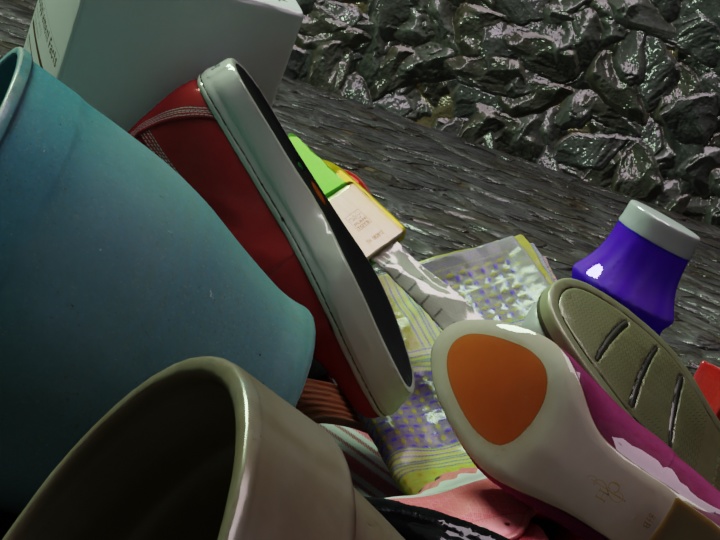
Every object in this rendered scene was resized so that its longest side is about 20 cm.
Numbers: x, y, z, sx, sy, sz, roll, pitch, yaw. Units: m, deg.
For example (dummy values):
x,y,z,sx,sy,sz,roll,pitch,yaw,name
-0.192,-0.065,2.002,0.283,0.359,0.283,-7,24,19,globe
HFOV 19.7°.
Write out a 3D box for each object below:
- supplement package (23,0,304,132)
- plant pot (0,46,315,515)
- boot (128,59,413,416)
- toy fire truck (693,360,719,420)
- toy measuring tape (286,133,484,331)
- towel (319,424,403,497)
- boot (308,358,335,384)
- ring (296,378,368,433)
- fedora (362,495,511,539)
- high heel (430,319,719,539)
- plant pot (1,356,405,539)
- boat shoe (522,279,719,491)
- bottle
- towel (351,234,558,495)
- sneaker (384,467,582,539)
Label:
x,y,z,sx,sy,sz,roll,pitch,yaw,name
-0.127,-0.090,1.157,0.121,0.200,0.120,13,25,-21,supplement package
-0.132,0.031,0.962,0.188,0.200,0.200,32,7,-18,plant pot
-0.073,0.012,1.076,0.200,0.144,0.072,58,7,1,boot
0.281,0.132,1.361,0.141,0.049,0.200,25,-10,23,toy fire truck
0.000,0.000,1.151,0.200,0.074,0.074,44,18,18,toy measuring tape
-0.029,0.116,1.121,0.146,0.030,0.200,31,16,38,towel
-0.083,0.037,1.327,0.072,0.145,0.200,-31,6,-32,boot
0.016,0.123,1.061,0.200,0.019,0.201,29,21,-12,ring
0.036,0.168,0.795,0.200,0.092,0.201,20,12,-4,fedora
0.112,0.096,0.937,0.200,0.067,0.096,46,5,37,high heel
-0.023,0.152,0.587,0.173,0.200,0.200,33,6,-21,plant pot
0.141,0.094,1.008,0.200,0.068,0.075,48,38,-7,boat shoe
0.128,0.056,1.208,0.083,0.200,0.065,26,10,-12,bottle
0.063,0.054,1.123,0.143,0.023,0.200,-13,38,-11,towel
0.038,0.127,0.920,0.087,0.074,0.200,-6,7,40,sneaker
